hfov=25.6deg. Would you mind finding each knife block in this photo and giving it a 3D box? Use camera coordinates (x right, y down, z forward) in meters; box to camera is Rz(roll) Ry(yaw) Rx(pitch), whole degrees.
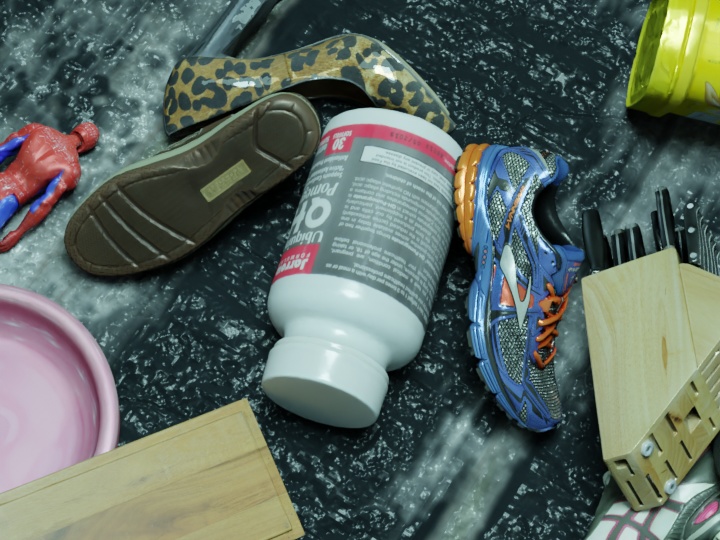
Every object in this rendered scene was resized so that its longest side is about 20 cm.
[{"bbox_3d":[0.181,0.040,1.067,0.200,0.064,0.175,-49,42,-14],"label":"knife block"}]

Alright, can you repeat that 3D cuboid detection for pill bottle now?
[{"bbox_3d":[0.000,0.000,1.081,0.110,0.111,0.202,15,65,5],"label":"pill bottle"}]

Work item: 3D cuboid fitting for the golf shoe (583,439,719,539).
[{"bbox_3d":[0.176,0.178,1.037,0.199,0.078,0.088,-26,54,-19],"label":"golf shoe"}]

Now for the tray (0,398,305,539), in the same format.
[{"bbox_3d":[-0.142,0.162,1.002,0.199,0.037,0.099,-20,79,-29],"label":"tray"}]

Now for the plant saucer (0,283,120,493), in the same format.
[{"bbox_3d":[-0.259,0.108,1.058,0.198,0.051,0.202,1,65,-1],"label":"plant saucer"}]

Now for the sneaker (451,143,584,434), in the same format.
[{"bbox_3d":[0.113,0.010,1.066,0.078,0.075,0.202,-8,92,24],"label":"sneaker"}]

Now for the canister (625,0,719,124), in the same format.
[{"bbox_3d":[0.302,-0.138,1.135,0.198,0.149,0.087,14,91,2],"label":"canister"}]

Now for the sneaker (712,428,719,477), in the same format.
[{"bbox_3d":[0.300,0.091,1.043,0.087,0.074,0.200,40,42,3],"label":"sneaker"}]

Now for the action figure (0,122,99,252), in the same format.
[{"bbox_3d":[-0.266,-0.047,1.129,0.200,0.052,0.065,-39,78,-22],"label":"action figure"}]

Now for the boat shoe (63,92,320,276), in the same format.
[{"bbox_3d":[-0.115,-0.061,1.128,0.201,0.075,0.075,-26,103,8],"label":"boat shoe"}]

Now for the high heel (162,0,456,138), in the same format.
[{"bbox_3d":[-0.041,-0.115,1.164,0.199,0.071,0.143,33,79,11],"label":"high heel"}]
